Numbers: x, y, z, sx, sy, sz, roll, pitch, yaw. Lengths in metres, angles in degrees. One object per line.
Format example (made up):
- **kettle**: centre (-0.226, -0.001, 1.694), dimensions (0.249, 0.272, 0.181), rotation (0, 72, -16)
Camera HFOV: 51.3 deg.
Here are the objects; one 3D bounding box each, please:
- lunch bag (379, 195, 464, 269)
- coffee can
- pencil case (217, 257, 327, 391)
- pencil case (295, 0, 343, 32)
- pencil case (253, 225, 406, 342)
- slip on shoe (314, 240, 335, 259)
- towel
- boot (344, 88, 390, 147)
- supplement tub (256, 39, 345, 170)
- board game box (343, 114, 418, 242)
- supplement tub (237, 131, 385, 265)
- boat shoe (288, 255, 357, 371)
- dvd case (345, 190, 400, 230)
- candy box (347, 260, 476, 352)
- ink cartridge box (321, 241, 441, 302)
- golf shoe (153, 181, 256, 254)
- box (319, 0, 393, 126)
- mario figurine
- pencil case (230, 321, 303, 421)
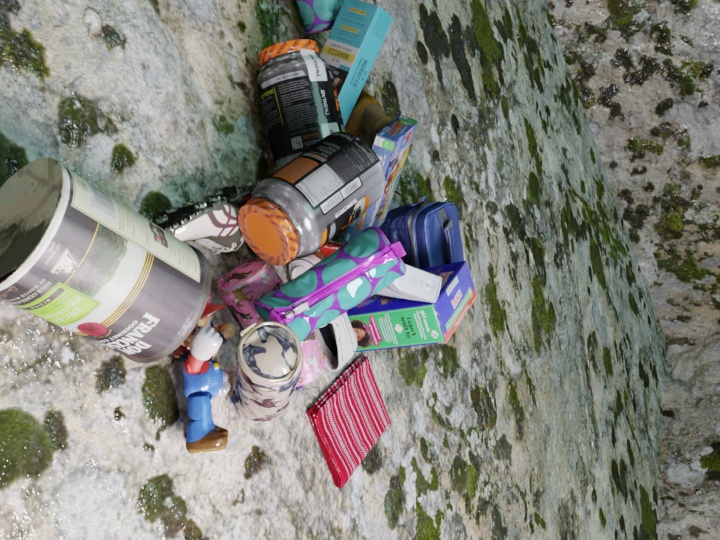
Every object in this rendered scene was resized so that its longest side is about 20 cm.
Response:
- **lunch bag**: centre (0.124, -0.042, 1.417), dimensions (0.136, 0.132, 0.200), rotation (-30, 116, -50)
- **coffee can**: centre (-0.280, -0.005, 0.790), dimensions (0.200, 0.146, 0.147), rotation (38, 50, -46)
- **pencil case**: centre (-0.125, 0.076, 1.067), dimensions (0.087, 0.083, 0.200), rotation (-49, 122, -41)
- **pencil case**: centre (-0.084, -0.519, 1.303), dimensions (0.085, 0.092, 0.200), rotation (-125, -164, -75)
- **pencil case**: centre (-0.037, 0.023, 0.998), dimensions (0.200, 0.092, 0.085), rotation (-34, 93, -16)
- **slip on shoe**: centre (-0.035, -0.010, 1.265), dimensions (0.200, 0.061, 0.076), rotation (6, 91, -38)
- **towel**: centre (-0.013, 0.247, 1.248), dimensions (0.200, 0.022, 0.145), rotation (-40, 115, -55)
- **boot**: centre (-0.023, -0.217, 1.322), dimensions (0.071, 0.201, 0.144), rotation (16, 25, -34)
- **supplement tub**: centre (-0.093, -0.252, 1.186), dimensions (0.122, 0.122, 0.200), rotation (-17, 95, -58)
- **board game box**: centre (0.034, -0.150, 1.264), dimensions (0.135, 0.034, 0.200), rotation (-50, 162, -59)
- **supplement tub**: centre (-0.068, -0.099, 1.044), dimensions (0.200, 0.122, 0.123), rotation (-41, 116, -34)
- **boat shoe**: centre (-0.067, 0.069, 1.180), dimensions (0.066, 0.072, 0.200), rotation (-55, 133, -53)
- **dvd case**: centre (0.020, -0.118, 1.419), dimensions (0.200, 0.018, 0.143), rotation (29, 57, -50)
- **candy box**: centre (0.077, 0.063, 1.279), dimensions (0.169, 0.200, 0.077), rotation (-43, 116, -53)
- **ink cartridge box**: centre (0.000, 0.000, 1.153), dimensions (0.200, 0.160, 0.047), rotation (18, 84, -33)
- **golf shoe**: centre (-0.196, -0.059, 1.009), dimensions (0.200, 0.077, 0.088), rotation (-32, 115, -56)
- **box**: centre (-0.026, -0.354, 1.273), dimensions (0.049, 0.082, 0.200), rotation (17, 100, -54)
- **mario figurine**: centre (-0.183, 0.119, 0.933), dimensions (0.106, 0.123, 0.201), rotation (-7, 90, -45)
- **pencil case**: centre (-0.122, 0.129, 0.946), dimensions (0.089, 0.200, 0.078), rotation (35, 63, 6)
